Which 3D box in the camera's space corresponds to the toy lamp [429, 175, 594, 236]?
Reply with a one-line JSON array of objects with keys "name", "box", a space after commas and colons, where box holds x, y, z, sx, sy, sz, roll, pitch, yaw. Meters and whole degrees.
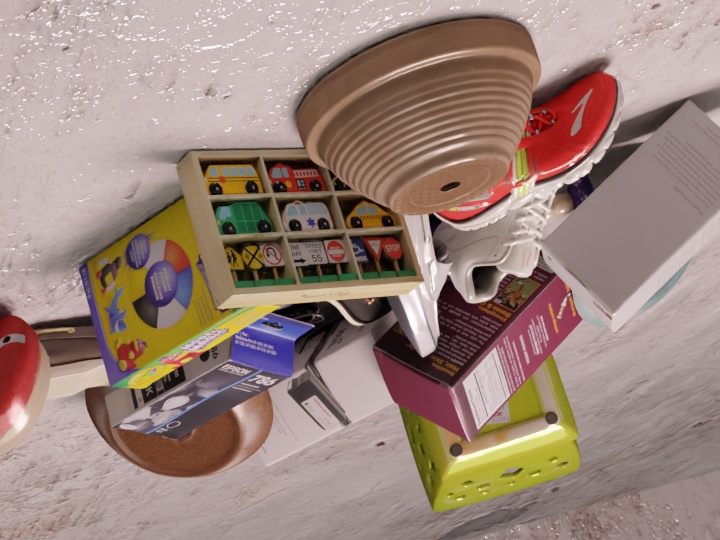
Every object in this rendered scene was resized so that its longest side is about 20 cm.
[{"name": "toy lamp", "box": [0.133, -0.043, 1.669, 0.198, 0.059, 0.058, -21, 163, -2]}]

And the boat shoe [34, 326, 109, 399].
[{"name": "boat shoe", "box": [-0.238, 0.078, 1.635, 0.198, 0.060, 0.072, -7, 156, -35]}]

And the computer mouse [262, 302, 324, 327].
[{"name": "computer mouse", "box": [-0.142, 0.030, 1.633, 0.139, 0.047, 0.199, -11, 168, 39]}]

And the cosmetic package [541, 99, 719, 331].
[{"name": "cosmetic package", "box": [0.273, -0.051, 1.594, 0.200, 0.102, 0.074, -43, 162, -3]}]

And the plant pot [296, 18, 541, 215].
[{"name": "plant pot", "box": [0.057, -0.107, 1.337, 0.199, 0.094, 0.201, -18, 162, -6]}]

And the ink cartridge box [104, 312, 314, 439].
[{"name": "ink cartridge box", "box": [-0.142, 0.102, 1.635, 0.199, 0.040, 0.099, -32, 151, 28]}]

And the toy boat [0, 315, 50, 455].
[{"name": "toy boat", "box": [-0.377, 0.099, 1.501, 0.198, 0.131, 0.131, -22, 133, 11]}]

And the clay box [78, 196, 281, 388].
[{"name": "clay box", "box": [-0.145, 0.007, 1.428, 0.199, 0.116, 0.047, -31, 158, 33]}]

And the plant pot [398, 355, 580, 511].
[{"name": "plant pot", "box": [0.150, 0.157, 2.032, 0.198, 0.201, 0.182, -17, 163, -2]}]

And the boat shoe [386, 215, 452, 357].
[{"name": "boat shoe", "box": [0.054, -0.003, 1.569, 0.065, 0.074, 0.201, -24, 134, -8]}]

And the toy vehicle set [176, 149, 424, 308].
[{"name": "toy vehicle set", "box": [-0.047, -0.037, 1.382, 0.198, 0.125, 0.026, -4, 158, -39]}]

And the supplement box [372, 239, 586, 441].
[{"name": "supplement box", "box": [0.122, 0.058, 1.691, 0.200, 0.110, 0.086, -44, 136, -23]}]

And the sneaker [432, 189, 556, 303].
[{"name": "sneaker", "box": [0.147, -0.046, 1.557, 0.077, 0.100, 0.201, 6, 135, -33]}]

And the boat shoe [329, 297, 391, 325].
[{"name": "boat shoe", "box": [0.000, 0.003, 1.632, 0.062, 0.075, 0.201, -15, 160, 17]}]

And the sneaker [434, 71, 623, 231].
[{"name": "sneaker", "box": [0.135, -0.107, 1.455, 0.199, 0.077, 0.085, -36, 132, 20]}]

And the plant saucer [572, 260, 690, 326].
[{"name": "plant saucer", "box": [0.291, -0.027, 1.708, 0.200, 0.039, 0.203, -27, 132, -34]}]

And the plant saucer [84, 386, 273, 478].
[{"name": "plant saucer", "box": [-0.190, 0.152, 1.757, 0.198, 0.037, 0.202, 3, 130, 4]}]

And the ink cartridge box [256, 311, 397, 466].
[{"name": "ink cartridge box", "box": [-0.023, 0.109, 1.822, 0.199, 0.085, 0.145, -28, -170, 27]}]
